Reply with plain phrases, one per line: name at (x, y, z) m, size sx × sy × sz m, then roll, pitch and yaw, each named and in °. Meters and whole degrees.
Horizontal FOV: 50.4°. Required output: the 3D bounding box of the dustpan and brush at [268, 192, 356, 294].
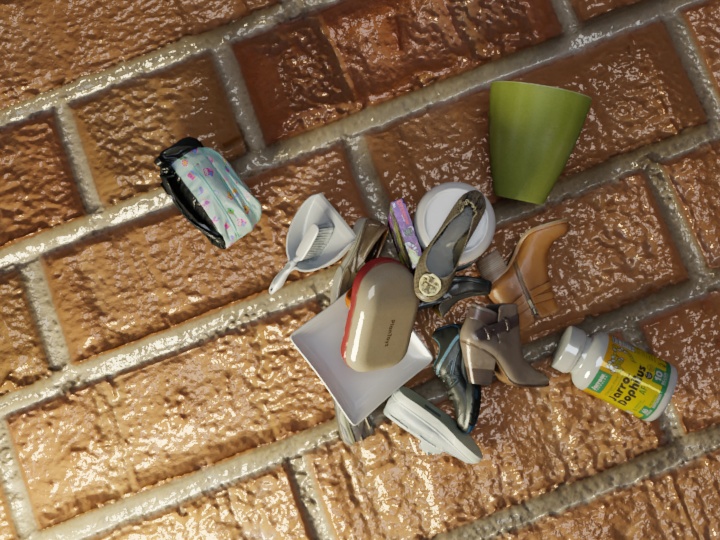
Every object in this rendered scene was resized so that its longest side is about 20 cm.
dustpan and brush at (-0.108, -0.031, 1.440) m, size 0.140 × 0.057 × 0.201 m, roll 50°, pitch 120°, yaw 30°

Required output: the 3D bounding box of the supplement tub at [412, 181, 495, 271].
supplement tub at (0.161, -0.071, 1.371) m, size 0.139 × 0.200 × 0.142 m, roll 0°, pitch 84°, yaw 2°

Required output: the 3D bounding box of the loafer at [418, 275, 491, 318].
loafer at (0.144, 0.052, 1.393) m, size 0.198 × 0.073 × 0.073 m, roll -5°, pitch 78°, yaw -3°

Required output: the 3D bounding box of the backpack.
backpack at (-0.280, -0.141, 1.421) m, size 0.126 × 0.167 × 0.200 m, roll -39°, pitch 90°, yaw -8°

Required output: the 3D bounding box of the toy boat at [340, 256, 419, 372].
toy boat at (0.019, 0.067, 1.327) m, size 0.129 × 0.131 × 0.202 m, roll -5°, pitch 120°, yaw -34°

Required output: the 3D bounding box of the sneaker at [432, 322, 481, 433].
sneaker at (0.178, 0.199, 1.414) m, size 0.081 × 0.073 × 0.202 m, roll -5°, pitch 77°, yaw 18°

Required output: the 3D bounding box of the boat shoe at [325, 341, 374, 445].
boat shoe at (-0.021, 0.218, 1.415) m, size 0.073 × 0.074 × 0.202 m, roll -13°, pitch 91°, yaw -9°

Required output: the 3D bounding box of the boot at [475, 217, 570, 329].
boot at (0.330, 0.006, 1.418) m, size 0.199 × 0.077 × 0.156 m, roll -30°, pitch 82°, yaw 1°

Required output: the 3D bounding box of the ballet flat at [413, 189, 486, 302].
ballet flat at (0.146, -0.042, 1.244) m, size 0.067 × 0.046 × 0.201 m, roll 30°, pitch 87°, yaw 5°

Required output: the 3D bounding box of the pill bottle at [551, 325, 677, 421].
pill bottle at (0.453, 0.179, 1.378) m, size 0.199 × 0.113 × 0.114 m, roll 26°, pitch 85°, yaw 4°

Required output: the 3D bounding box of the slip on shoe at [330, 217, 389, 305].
slip on shoe at (0.000, 0.000, 1.431) m, size 0.060 × 0.076 × 0.202 m, roll 13°, pitch 76°, yaw 25°

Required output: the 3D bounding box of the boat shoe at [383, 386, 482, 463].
boat shoe at (0.130, 0.297, 1.404) m, size 0.200 × 0.070 × 0.072 m, roll 37°, pitch 105°, yaw 4°

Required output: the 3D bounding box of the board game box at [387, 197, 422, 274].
board game box at (0.080, -0.050, 1.372) m, size 0.032 × 0.200 × 0.121 m, roll -22°, pitch 84°, yaw -2°

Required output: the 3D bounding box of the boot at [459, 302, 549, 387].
boot at (0.267, 0.133, 1.379) m, size 0.198 × 0.070 × 0.148 m, roll 7°, pitch 88°, yaw -30°

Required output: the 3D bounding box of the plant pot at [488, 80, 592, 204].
plant pot at (0.313, -0.229, 1.412) m, size 0.185 × 0.187 × 0.202 m, roll 11°, pitch 99°, yaw 3°

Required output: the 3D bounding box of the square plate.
square plate at (0.002, 0.140, 1.383) m, size 0.199 × 0.028 × 0.199 m, roll -37°, pitch 92°, yaw -20°
